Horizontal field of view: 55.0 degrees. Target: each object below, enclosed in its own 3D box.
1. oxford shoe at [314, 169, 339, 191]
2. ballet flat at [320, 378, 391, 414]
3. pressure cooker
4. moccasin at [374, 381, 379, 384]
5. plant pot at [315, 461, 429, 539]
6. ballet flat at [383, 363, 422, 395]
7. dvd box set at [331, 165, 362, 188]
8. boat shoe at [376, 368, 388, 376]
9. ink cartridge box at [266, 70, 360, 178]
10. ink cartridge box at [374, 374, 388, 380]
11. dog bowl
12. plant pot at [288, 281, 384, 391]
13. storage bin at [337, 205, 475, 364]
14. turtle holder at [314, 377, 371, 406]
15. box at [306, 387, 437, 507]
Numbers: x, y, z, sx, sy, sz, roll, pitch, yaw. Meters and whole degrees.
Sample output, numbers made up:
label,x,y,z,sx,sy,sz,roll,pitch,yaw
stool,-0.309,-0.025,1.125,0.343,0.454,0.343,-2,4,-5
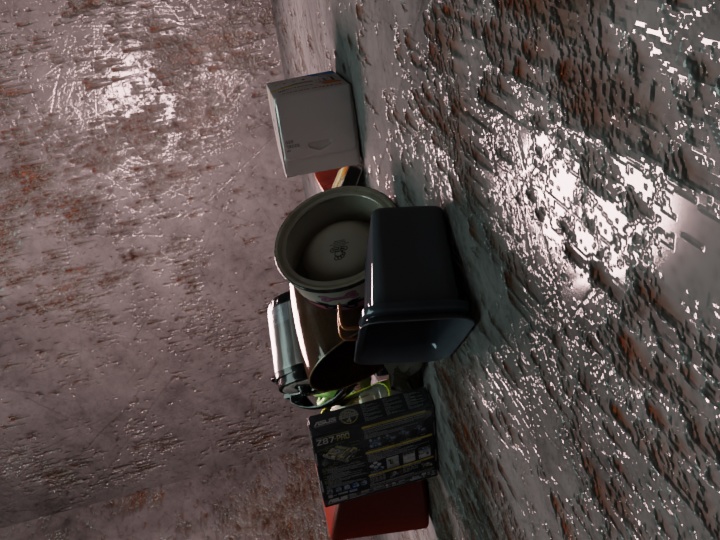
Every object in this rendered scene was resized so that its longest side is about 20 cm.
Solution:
label,x,y,z,sx,sy,sz,roll,pitch,yaw
oxford shoe,-0.059,-0.183,1.544,0.073,0.069,0.205,81,175,-67
ballet flat,0.006,0.238,1.218,0.066,0.197,0.069,12,-121,-49
pressure cooker,-0.080,0.147,1.254,0.176,0.173,0.205,112,150,-68
moccasin,0.050,0.351,1.531,0.081,0.066,0.206,110,149,-78
plant pot,0.026,0.366,1.334,0.201,0.194,0.180,-112,24,-55
ballet flat,0.071,0.147,1.086,0.202,0.066,0.047,82,-157,-54
dvd box set,-0.047,-0.135,1.377,0.200,0.029,0.150,-143,75,-81
boat shoe,0.033,0.088,1.224,0.074,0.066,0.205,-124,23,-72
ink cartridge box,-0.092,-0.282,1.311,0.201,0.143,0.148,-117,17,-65
ink cartridge box,0.018,0.111,1.515,0.200,0.039,0.206,-128,28,-76
dog bowl,-0.027,-0.029,1.033,0.075,0.195,0.203,70,-179,-49
plant pot,-0.038,0.056,1.118,0.188,0.183,0.203,89,155,-59
storage bin,0.042,0.020,0.800,0.201,0.141,0.138,97,170,-69
turtle holder,-0.044,0.233,1.531,0.185,0.137,0.136,40,-131,-77
box,0.023,0.282,1.094,0.049,0.195,0.165,-114,13,-54
